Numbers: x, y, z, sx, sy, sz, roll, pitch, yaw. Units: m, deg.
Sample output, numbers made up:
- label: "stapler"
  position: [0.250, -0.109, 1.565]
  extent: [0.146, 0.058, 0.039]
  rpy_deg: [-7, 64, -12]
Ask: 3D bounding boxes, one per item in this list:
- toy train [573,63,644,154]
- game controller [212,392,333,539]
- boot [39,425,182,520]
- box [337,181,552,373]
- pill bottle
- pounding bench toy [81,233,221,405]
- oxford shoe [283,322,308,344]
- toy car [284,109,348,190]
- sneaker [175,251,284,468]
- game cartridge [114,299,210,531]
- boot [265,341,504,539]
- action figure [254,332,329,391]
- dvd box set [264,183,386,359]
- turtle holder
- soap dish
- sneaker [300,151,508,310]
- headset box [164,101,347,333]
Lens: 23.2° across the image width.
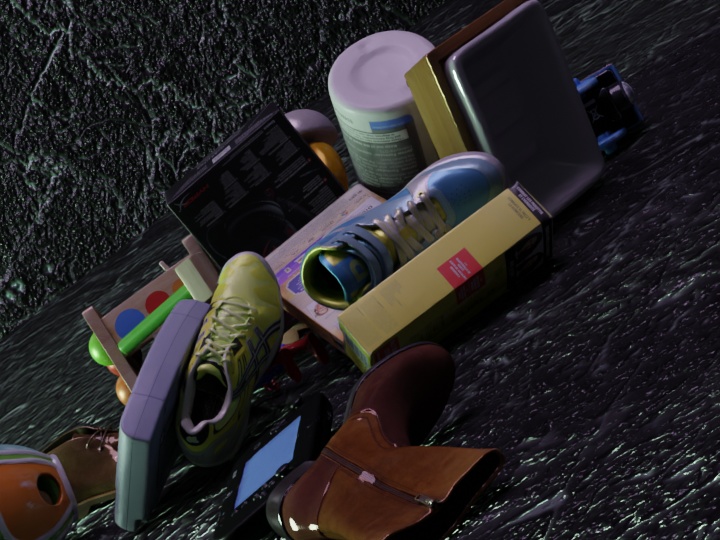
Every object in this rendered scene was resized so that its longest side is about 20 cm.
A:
- label: "toy train"
  position: [0.196, -0.139, 1.805]
  extent: [0.199, 0.087, 0.114]
  rpy_deg: [-30, 5, 20]
- label: "game controller"
  position: [-0.068, 0.157, 1.388]
  extent: [0.104, 0.042, 0.200]
  rpy_deg: [-32, 10, 8]
- label: "boot"
  position: [-0.247, 0.182, 1.731]
  extent: [0.199, 0.076, 0.074]
  rpy_deg: [-29, 10, 19]
- label: "box"
  position: [0.074, 0.013, 1.498]
  extent: [0.199, 0.050, 0.075]
  rpy_deg: [-35, -26, -13]
- label: "pill bottle"
  position: [0.043, -0.127, 1.732]
  extent: [0.113, 0.201, 0.115]
  rpy_deg: [-8, 49, 10]
- label: "pounding bench toy"
  position: [-0.196, 0.061, 1.768]
  extent: [0.155, 0.125, 0.200]
  rpy_deg: [-34, -18, -3]
- label: "oxford shoe"
  position: [-0.043, 0.016, 1.852]
  extent: [0.199, 0.074, 0.071]
  rpy_deg: [-29, 11, 24]
- label: "toy car"
  position: [-0.087, -0.065, 1.938]
  extent: [0.149, 0.176, 0.200]
  rpy_deg: [-14, -19, -20]
- label: "sneaker"
  position: [-0.116, 0.076, 1.581]
  extent: [0.076, 0.075, 0.202]
  rpy_deg: [77, -157, -71]
- label: "game cartridge"
  position: [-0.179, 0.122, 1.598]
  extent: [0.201, 0.041, 0.134]
  rpy_deg: [-71, -4, -53]
- label: "boot"
  position: [0.035, 0.117, 1.184]
  extent: [0.188, 0.069, 0.200]
  rpy_deg: [-38, 12, -23]
- label: "action figure"
  position: [-0.112, 0.112, 1.704]
  extent: [0.199, 0.052, 0.065]
  rpy_deg: [-22, 12, 47]
- label: "dvd box set"
  position: [0.000, 0.000, 1.642]
  extent: [0.146, 0.030, 0.200]
  rpy_deg: [-40, 36, -14]
- label: "turtle holder"
  position: [-0.338, 0.240, 1.655]
  extent: [0.131, 0.141, 0.186]
  rpy_deg: [-22, -34, -20]
- label: "soap dish"
  position: [0.135, -0.140, 1.636]
  extent: [0.081, 0.201, 0.157]
  rpy_deg: [-7, 24, 48]
- label: "sneaker"
  position: [0.034, -0.026, 1.509]
  extent: [0.199, 0.080, 0.131]
  rpy_deg: [-32, 5, 23]
- label: "headset box"
  position: [-0.079, -0.044, 1.770]
  extent: [0.148, 0.200, 0.075]
  rpy_deg: [-40, 15, 2]
